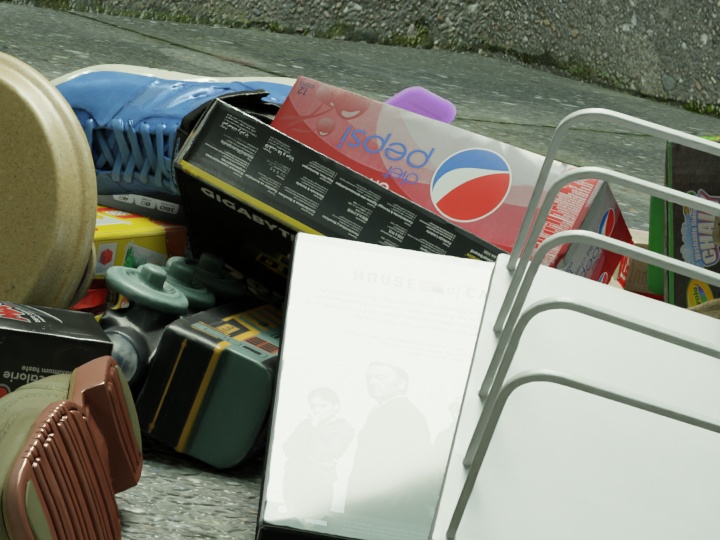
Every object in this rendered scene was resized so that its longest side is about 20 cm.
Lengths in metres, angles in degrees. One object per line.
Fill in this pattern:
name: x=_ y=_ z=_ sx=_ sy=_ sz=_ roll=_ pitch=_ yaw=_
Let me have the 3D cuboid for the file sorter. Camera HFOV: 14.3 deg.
file sorter: x=0.126 y=0.040 z=1.291 sx=0.138 sy=0.125 sz=0.200 roll=17 pitch=41 yaw=-1

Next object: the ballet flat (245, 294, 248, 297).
ballet flat: x=-0.016 y=-0.010 z=1.671 sx=0.199 sy=0.073 sz=0.068 roll=-24 pitch=11 yaw=-14

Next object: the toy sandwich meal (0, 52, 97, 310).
toy sandwich meal: x=-0.218 y=-0.021 z=1.479 sx=0.204 sy=0.206 sz=0.070 roll=14 pitch=-8 yaw=23

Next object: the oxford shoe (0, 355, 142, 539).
oxford shoe: x=-0.143 y=0.092 z=1.239 sx=0.073 sy=0.071 sz=0.200 roll=-14 pitch=7 yaw=7

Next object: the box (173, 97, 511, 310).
box: x=0.000 y=0.000 z=1.541 sx=0.199 sy=0.049 sz=0.160 roll=29 pitch=-15 yaw=10

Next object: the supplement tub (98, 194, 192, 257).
supplement tub: x=-0.109 y=-0.031 z=1.796 sx=0.199 sy=0.123 sz=0.122 roll=13 pitch=10 yaw=20

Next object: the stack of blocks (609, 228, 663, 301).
stack of blocks: x=0.161 y=0.036 z=1.705 sx=0.199 sy=0.116 sz=0.059 roll=9 pitch=9 yaw=-4

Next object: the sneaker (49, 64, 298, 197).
sneaker: x=-0.114 y=-0.073 z=1.673 sx=0.199 sy=0.077 sz=0.111 roll=0 pitch=16 yaw=-3

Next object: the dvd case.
dvd case: x=0.033 y=0.065 z=1.351 sx=0.149 sy=0.025 sz=0.201 roll=9 pitch=41 yaw=-3

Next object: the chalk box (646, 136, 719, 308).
chalk box: x=0.248 y=-0.014 z=1.593 sx=0.199 sy=0.126 sz=0.124 roll=4 pitch=4 yaw=43

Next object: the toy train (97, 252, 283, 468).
toy train: x=-0.077 y=0.048 z=1.499 sx=0.114 sy=0.086 sz=0.200 roll=26 pitch=9 yaw=11

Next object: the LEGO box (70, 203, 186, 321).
LEGO box: x=-0.215 y=0.000 z=1.625 sx=0.148 sy=0.078 sz=0.200 roll=14 pitch=10 yaw=26

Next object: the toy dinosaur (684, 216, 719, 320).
toy dinosaur: x=0.198 y=0.020 z=1.419 sx=0.199 sy=0.102 sz=0.058 roll=2 pitch=35 yaw=20

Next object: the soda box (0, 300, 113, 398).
soda box: x=-0.221 y=0.045 z=1.356 sx=0.199 sy=0.071 sz=0.063 roll=8 pitch=10 yaw=-16

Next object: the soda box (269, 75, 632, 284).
soda box: x=0.043 y=-0.038 z=1.559 sx=0.199 sy=0.064 sz=0.070 roll=21 pitch=-21 yaw=28

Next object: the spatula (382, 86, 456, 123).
spatula: x=-0.022 y=-0.041 z=1.709 sx=0.056 sy=0.200 sz=0.021 roll=29 pitch=-20 yaw=47
